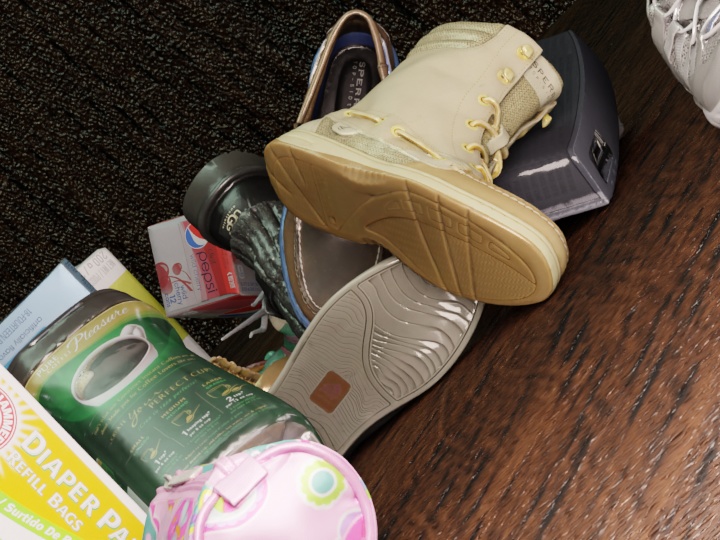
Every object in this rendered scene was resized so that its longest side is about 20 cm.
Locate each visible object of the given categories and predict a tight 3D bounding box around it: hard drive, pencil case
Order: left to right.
[{"bbox_3d":[-0.050,0.120,1.259,0.087,0.087,0.200,-45,4,-12],"label":"pencil case"},{"bbox_3d":[0.084,-0.079,1.682,0.134,0.042,0.200,-16,24,12],"label":"hard drive"}]

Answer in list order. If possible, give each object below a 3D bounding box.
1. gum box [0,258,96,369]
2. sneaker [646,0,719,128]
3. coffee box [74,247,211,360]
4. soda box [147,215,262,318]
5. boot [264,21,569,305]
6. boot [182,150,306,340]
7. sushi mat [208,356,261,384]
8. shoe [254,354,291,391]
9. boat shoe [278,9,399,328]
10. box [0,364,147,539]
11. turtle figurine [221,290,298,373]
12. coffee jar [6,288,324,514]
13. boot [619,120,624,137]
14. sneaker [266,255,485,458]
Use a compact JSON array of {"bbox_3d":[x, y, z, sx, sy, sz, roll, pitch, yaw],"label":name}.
[{"bbox_3d":[-0.184,0.123,1.867,0.170,0.200,0.045,-45,4,2],"label":"gum box"},{"bbox_3d":[0.177,-0.124,1.457,0.075,0.082,0.200,-45,3,-3],"label":"sneaker"},{"bbox_3d":[-0.212,0.125,2.211,0.200,0.198,0.200,-44,5,-12],"label":"coffee box"},{"bbox_3d":[-0.076,-0.004,2.064,0.063,0.070,0.200,-17,-7,24],"label":"soda box"},{"bbox_3d":[0.066,-0.064,1.549,0.199,0.073,0.155,21,48,40],"label":"boot"},{"bbox_3d":[-0.002,0.002,1.806,0.211,0.158,0.080,3,-58,-49],"label":"boot"},{"bbox_3d":[-0.111,0.123,1.950,0.200,0.095,0.012,-41,34,43],"label":"sushi mat"},{"bbox_3d":[-0.013,0.066,1.851,0.200,0.053,0.070,-43,-33,-60],"label":"shoe"},{"bbox_3d":[-0.014,-0.060,1.680,0.072,0.072,0.201,79,-169,-67],"label":"boat shoe"},{"bbox_3d":[-0.180,0.151,1.467,0.113,0.200,0.101,-46,4,-30],"label":"box"},{"bbox_3d":[-0.077,0.076,2.022,0.149,0.101,0.200,-23,-5,26],"label":"turtle figurine"},{"bbox_3d":[-0.110,0.087,1.558,0.104,0.086,0.200,-40,40,-15],"label":"coffee jar"},{"bbox_3d":[0.110,-0.073,1.765,0.096,0.074,0.200,-43,7,19],"label":"boot"},{"bbox_3d":[-0.001,0.047,1.618,0.200,0.075,0.106,-45,4,19],"label":"sneaker"}]
